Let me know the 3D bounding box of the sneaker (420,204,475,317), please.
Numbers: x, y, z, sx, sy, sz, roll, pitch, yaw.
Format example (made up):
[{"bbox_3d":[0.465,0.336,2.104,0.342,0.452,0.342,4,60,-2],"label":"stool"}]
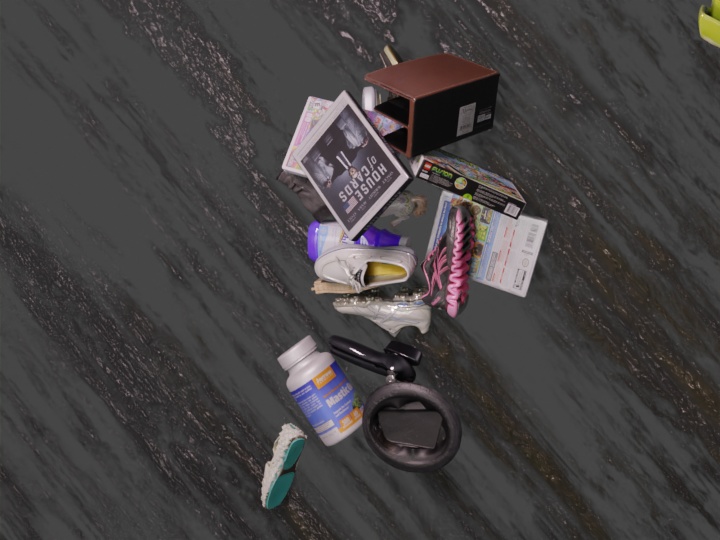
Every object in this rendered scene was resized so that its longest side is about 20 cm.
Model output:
[{"bbox_3d":[0.150,-0.020,1.465,0.094,0.079,0.204,13,107,29],"label":"sneaker"}]

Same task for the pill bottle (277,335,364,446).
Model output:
[{"bbox_3d":[-0.078,0.236,1.626,0.111,0.112,0.202,-33,91,25],"label":"pill bottle"}]

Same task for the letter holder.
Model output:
[{"bbox_3d":[0.113,-0.285,1.373,0.141,0.198,0.102,35,136,39],"label":"letter holder"}]

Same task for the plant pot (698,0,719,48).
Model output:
[{"bbox_3d":[0.595,-0.393,1.167,0.197,0.200,0.184,30,120,10],"label":"plant pot"}]

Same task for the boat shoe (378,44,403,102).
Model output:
[{"bbox_3d":[0.077,-0.297,1.451,0.065,0.072,0.203,-26,98,19],"label":"boat shoe"}]

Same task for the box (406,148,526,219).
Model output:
[{"bbox_3d":[0.177,-0.156,1.385,0.197,0.111,0.035,20,114,-16],"label":"box"}]

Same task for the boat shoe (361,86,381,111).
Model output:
[{"bbox_3d":[0.040,-0.234,1.492,0.061,0.072,0.204,-8,107,-1],"label":"boat shoe"}]

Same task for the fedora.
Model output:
[{"bbox_3d":[0.105,0.290,1.583,0.196,0.092,0.205,5,106,16],"label":"fedora"}]

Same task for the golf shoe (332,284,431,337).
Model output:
[{"bbox_3d":[0.042,0.085,1.565,0.196,0.078,0.099,-1,110,22],"label":"golf shoe"}]

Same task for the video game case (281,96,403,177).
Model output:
[{"bbox_3d":[-0.026,-0.218,1.426,0.197,0.018,0.146,17,78,20],"label":"video game case"}]

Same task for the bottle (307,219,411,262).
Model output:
[{"bbox_3d":[-0.002,-0.049,1.548,0.196,0.065,0.085,7,105,19],"label":"bottle"}]

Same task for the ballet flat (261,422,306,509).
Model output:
[{"bbox_3d":[-0.169,0.412,1.743,0.071,0.072,0.203,27,110,11],"label":"ballet flat"}]

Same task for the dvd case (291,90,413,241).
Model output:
[{"bbox_3d":[-0.017,-0.174,1.359,0.150,0.025,0.201,-45,65,24],"label":"dvd case"}]

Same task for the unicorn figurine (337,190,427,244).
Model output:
[{"bbox_3d":[0.028,-0.108,1.456,0.197,0.137,0.075,-23,87,-10],"label":"unicorn figurine"}]

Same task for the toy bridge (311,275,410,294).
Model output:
[{"bbox_3d":[-0.006,0.023,1.568,0.196,0.067,0.028,-9,102,22],"label":"toy bridge"}]

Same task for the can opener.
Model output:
[{"bbox_3d":[0.023,0.174,1.605,0.196,0.079,0.064,11,131,24],"label":"can opener"}]

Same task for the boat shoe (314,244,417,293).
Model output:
[{"bbox_3d":[0.002,0.004,1.483,0.198,0.086,0.076,0,119,18],"label":"boat shoe"}]

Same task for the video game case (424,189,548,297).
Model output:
[{"bbox_3d":[0.225,-0.051,1.480,0.196,0.018,0.146,19,110,15],"label":"video game case"}]

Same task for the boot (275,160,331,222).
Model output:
[{"bbox_3d":[-0.069,-0.176,1.477,0.132,0.070,0.199,44,133,-12],"label":"boot"}]
